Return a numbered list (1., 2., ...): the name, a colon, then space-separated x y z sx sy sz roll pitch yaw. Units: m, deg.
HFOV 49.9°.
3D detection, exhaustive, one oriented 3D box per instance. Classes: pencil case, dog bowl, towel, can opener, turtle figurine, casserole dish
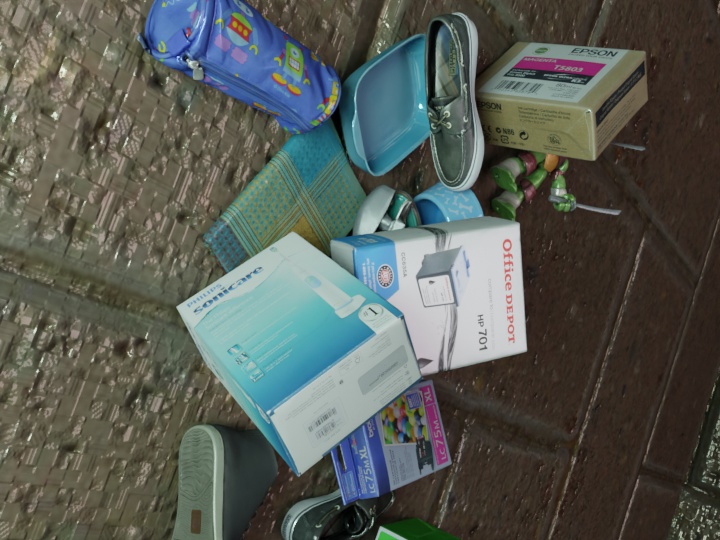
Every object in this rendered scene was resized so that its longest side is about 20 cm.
1. pencil case: -0.101 -0.189 0.703 0.198 0.077 0.089 21 57 -51
2. dog bowl: 0.106 -0.013 0.997 0.049 0.111 0.205 -17 116 -31
3. towel: -0.074 -0.054 0.831 0.201 0.021 0.148 -51 136 -25
4. can opener: 0.000 0.000 0.904 0.203 0.066 0.053 -62 172 9
5. turtle figurine: 0.295 -0.142 1.131 0.192 0.144 0.202 -33 85 -17
6. casserole dish: 0.033 -0.192 0.886 0.200 0.038 0.123 -44 133 -41

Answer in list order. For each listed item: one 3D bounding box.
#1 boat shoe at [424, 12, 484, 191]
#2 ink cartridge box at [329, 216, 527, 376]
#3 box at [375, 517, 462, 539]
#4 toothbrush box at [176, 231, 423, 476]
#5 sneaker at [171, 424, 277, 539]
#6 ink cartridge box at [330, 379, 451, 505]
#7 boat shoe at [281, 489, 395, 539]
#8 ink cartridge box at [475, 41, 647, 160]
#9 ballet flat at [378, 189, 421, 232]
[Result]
1. boat shoe: 0.101 -0.194 0.902 0.056 0.067 0.205 -14 104 -50
2. ink cartridge box: 0.075 0.029 0.843 0.195 0.086 0.150 -9 100 -19
3. box: 0.064 0.451 1.069 0.180 0.095 0.200 -69 158 -5
4. toothbrush box: -0.061 0.066 0.721 0.145 0.199 0.087 -34 130 -19
5. sneaker: -0.134 0.264 0.799 0.105 0.073 0.205 15 77 -53
6. ink cartridge box: 0.039 0.218 1.009 0.198 0.041 0.122 -5 79 -48
7. boat shoe: -0.014 0.313 0.986 0.198 0.056 0.070 -5 106 -49
8. ink cartridge box: 0.255 -0.230 1.028 0.165 0.197 0.076 -45 134 -32
9. ballet flat: 0.052 -0.005 0.972 0.072 0.072 0.205 -21 112 -44
